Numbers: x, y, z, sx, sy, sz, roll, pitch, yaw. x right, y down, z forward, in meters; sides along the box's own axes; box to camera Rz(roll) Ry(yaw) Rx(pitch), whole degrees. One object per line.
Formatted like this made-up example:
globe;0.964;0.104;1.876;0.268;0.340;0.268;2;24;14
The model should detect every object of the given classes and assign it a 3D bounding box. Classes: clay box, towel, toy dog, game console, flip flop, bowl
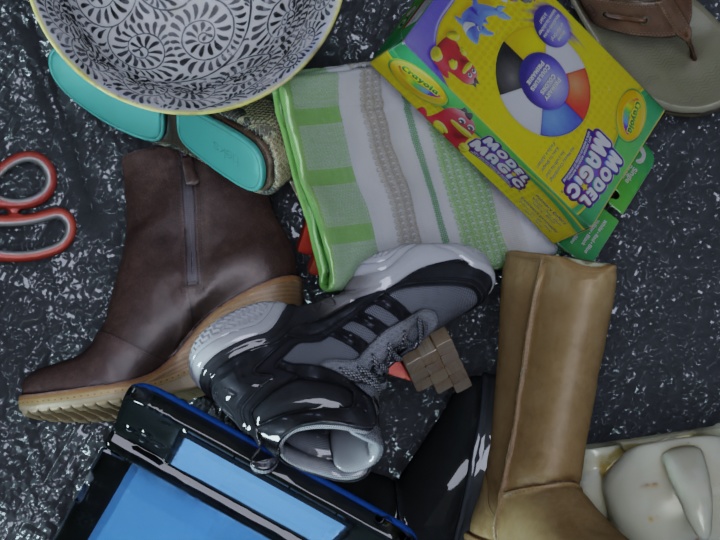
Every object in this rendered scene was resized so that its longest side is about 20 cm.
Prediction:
clay box;0.113;-0.109;1.436;0.200;0.048;0.115;42;59;-13
towel;0.045;-0.069;1.424;0.199;0.031;0.150;-10;79;-35
toy dog;0.215;0.202;1.408;0.139;0.194;0.201;-8;88;-14
game console;-0.087;0.178;1.385;0.200;0.171;0.119;28;72;-2
flip flop;0.181;-0.187;1.474;0.081;0.058;0.200;-33;87;-6
bowl;-0.111;-0.187;1.395;0.200;0.094;0.202;1;82;-7

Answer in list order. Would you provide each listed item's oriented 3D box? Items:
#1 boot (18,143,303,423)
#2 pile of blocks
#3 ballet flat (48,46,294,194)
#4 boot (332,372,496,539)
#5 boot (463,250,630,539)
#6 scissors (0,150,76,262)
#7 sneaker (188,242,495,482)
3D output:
boot;-0.141;0.006;1.472;0.199;0.072;0.167;-14;77;1
pile of blocks;0.000;0.000;1.459;0.062;0.082;0.200;-27;75;-1
ballet flat;-0.110;-0.110;1.452;0.200;0.075;0.068;27;132;27
boot;-0.016;0.132;1.467;0.199;0.066;0.165;11;87;3
boot;0.128;0.092;1.359;0.066;0.175;0.201;11;88;-36
scissors;-0.288;-0.033;1.462;0.199;0.014;0.073;-8;89;-16
sneaker;0.006;0.060;1.337;0.199;0.076;0.114;-19;57;-16
